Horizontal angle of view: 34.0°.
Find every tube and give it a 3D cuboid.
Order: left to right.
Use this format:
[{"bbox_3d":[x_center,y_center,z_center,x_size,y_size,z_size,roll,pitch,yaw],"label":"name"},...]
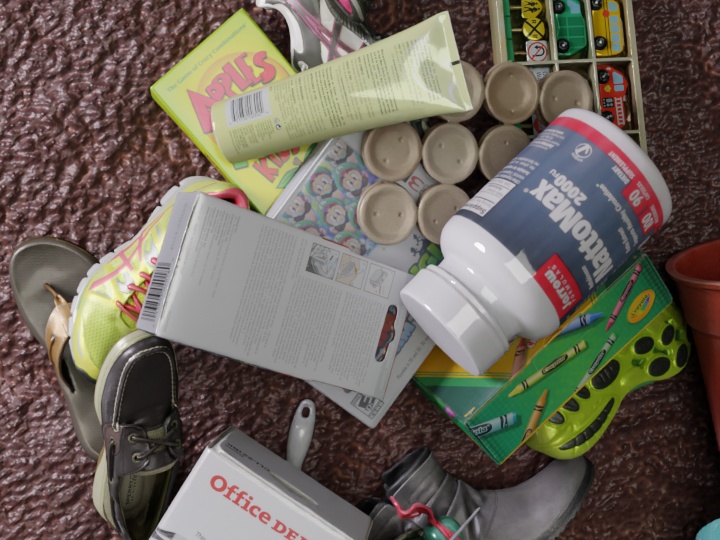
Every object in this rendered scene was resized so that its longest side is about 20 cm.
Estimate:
[{"bbox_3d":[-0.016,-0.132,0.912,0.199,0.052,0.058,-16,130,14],"label":"tube"}]

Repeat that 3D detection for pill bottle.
[{"bbox_3d":[0.132,-0.018,0.914,0.200,0.120,0.120,-44,97,-8],"label":"pill bottle"}]

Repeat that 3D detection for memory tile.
[{"bbox_3d":[0.095,-0.095,0.964,0.198,0.017,0.155,2,96,-17],"label":"memory tile"}]

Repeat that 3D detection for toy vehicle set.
[{"bbox_3d":[0.182,-0.147,1.027,0.123,0.027,0.202,-5,87,-8],"label":"toy vehicle set"}]

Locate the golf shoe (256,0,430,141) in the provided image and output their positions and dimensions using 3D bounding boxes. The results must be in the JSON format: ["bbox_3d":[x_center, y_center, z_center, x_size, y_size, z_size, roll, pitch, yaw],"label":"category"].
[{"bbox_3d":[-0.007,-0.174,0.994,0.088,0.077,0.201,-29,93,13],"label":"golf shoe"}]

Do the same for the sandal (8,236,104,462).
[{"bbox_3d":[-0.228,0.067,0.964,0.081,0.055,0.201,-16,94,-8],"label":"sandal"}]

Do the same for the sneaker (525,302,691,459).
[{"bbox_3d":[0.208,0.086,1.023,0.199,0.083,0.074,-34,100,-25],"label":"sneaker"}]

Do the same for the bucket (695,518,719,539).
[{"bbox_3d":[0.376,0.285,0.981,0.206,0.208,0.136,8,60,-9],"label":"bucket"}]

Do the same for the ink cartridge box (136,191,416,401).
[{"bbox_3d":[-0.060,0.023,0.906,0.199,0.050,0.110,20,83,-29],"label":"ink cartridge box"}]

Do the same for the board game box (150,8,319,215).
[{"bbox_3d":[-0.072,-0.106,0.988,0.101,0.048,0.200,-41,97,-5],"label":"board game box"}]

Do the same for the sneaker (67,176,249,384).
[{"bbox_3d":[-0.157,0.002,0.930,0.078,0.090,0.201,40,69,-26],"label":"sneaker"}]

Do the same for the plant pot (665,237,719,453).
[{"bbox_3d":[0.372,0.078,0.996,0.199,0.201,0.197,-12,101,-8],"label":"plant pot"}]

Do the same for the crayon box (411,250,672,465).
[{"bbox_3d":[0.146,0.054,0.984,0.200,0.119,0.058,-43,118,-6],"label":"crayon box"}]

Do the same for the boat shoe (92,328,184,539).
[{"bbox_3d":[-0.167,0.135,0.926,0.073,0.065,0.201,-16,133,-32],"label":"boat shoe"}]

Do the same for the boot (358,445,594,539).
[{"bbox_3d":[0.095,0.197,1.010,0.200,0.070,0.132,-43,95,-6],"label":"boot"}]

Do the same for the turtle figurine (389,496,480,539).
[{"bbox_3d":[0.038,0.268,0.949,0.200,0.101,0.150,-48,130,0],"label":"turtle figurine"}]

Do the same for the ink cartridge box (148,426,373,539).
[{"bbox_3d":[-0.102,0.248,0.932,0.144,0.084,0.201,33,99,2],"label":"ink cartridge box"}]

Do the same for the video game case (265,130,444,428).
[{"bbox_3d":[0.000,0.000,0.970,0.182,0.024,0.200,37,88,-18],"label":"video game case"}]

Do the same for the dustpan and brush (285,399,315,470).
[{"bbox_3d":[-0.068,0.211,1.000,0.139,0.057,0.202,13,96,3],"label":"dustpan and brush"}]
